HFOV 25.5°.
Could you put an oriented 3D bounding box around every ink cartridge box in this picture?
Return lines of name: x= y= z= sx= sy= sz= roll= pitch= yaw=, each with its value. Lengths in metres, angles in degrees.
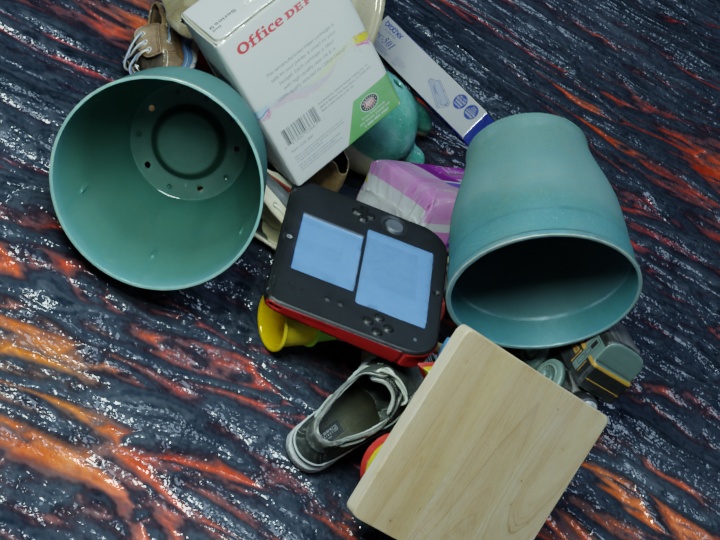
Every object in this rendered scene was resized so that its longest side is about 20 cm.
ink cartridge box: x=0.092 y=-0.212 z=1.884 sx=0.200 sy=0.044 sz=0.094 roll=48 pitch=5 yaw=32
ink cartridge box: x=-0.067 y=-0.211 z=1.598 sx=0.087 sy=0.145 sz=0.201 roll=41 pitch=-13 yaw=45

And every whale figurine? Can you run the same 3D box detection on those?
whale figurine: x=0.029 y=-0.186 z=1.841 sx=0.159 sy=0.104 sz=0.200 roll=50 pitch=31 yaw=10

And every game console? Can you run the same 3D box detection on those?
game console: x=0.000 y=0.000 z=1.581 sx=0.176 sy=0.031 sz=0.201 roll=25 pitch=37 yaw=-11

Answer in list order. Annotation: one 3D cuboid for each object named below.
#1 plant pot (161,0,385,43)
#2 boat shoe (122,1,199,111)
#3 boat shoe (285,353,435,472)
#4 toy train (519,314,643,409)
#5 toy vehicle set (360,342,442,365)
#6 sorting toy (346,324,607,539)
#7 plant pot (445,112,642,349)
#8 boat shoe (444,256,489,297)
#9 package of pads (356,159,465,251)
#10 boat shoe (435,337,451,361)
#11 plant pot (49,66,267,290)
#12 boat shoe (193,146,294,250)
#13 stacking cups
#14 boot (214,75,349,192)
plant pot: x=-0.107 y=-0.297 z=1.688 sx=0.183 sy=0.200 sz=0.202 roll=4 pitch=51 yaw=-49
boat shoe: x=-0.216 y=-0.222 z=1.696 sx=0.072 sy=0.072 sz=0.201 roll=26 pitch=31 yaw=-14
boat shoe: x=0.015 y=0.127 z=1.529 sx=0.072 sy=0.071 sz=0.200 roll=52 pitch=53 yaw=-1
toy train: x=0.233 y=0.076 z=1.739 sx=0.085 sy=0.114 sz=0.201 roll=32 pitch=22 yaw=-29
toy vehicle set: x=0.088 y=0.135 z=1.655 sx=0.199 sy=0.027 sz=0.125 roll=26 pitch=41 yaw=-21
sorting toy: x=0.102 y=0.172 z=1.512 sx=0.198 sy=0.201 sz=0.070 roll=32 pitch=1 yaw=-31
plant pot: x=0.180 y=-0.052 z=1.652 sx=0.199 sy=0.200 sz=0.189 roll=18 pitch=49 yaw=-28
boat shoe: x=0.044 y=0.010 z=1.702 sx=0.198 sy=0.075 sz=0.069 roll=17 pitch=75 yaw=-18
package of pads: x=0.105 y=-0.069 z=1.796 sx=0.199 sy=0.076 sz=0.120 roll=3 pitch=26 yaw=-41
boat shoe: x=0.157 y=0.137 z=1.606 sx=0.199 sy=0.068 sz=0.085 roll=31 pitch=69 yaw=-33
plant pot: x=-0.178 y=-0.102 z=1.516 sx=0.200 sy=0.201 sz=0.161 roll=37 pitch=18 yaw=-7
boat shoe: x=-0.136 y=-0.087 z=1.636 sx=0.199 sy=0.071 sz=0.063 roll=34 pitch=41 yaw=-19
stacking cups: x=-0.004 y=0.048 z=1.606 sx=0.198 sy=0.061 sz=0.061 roll=-1 pitch=55 yaw=-32
boot: x=-0.083 y=-0.163 z=1.747 sx=0.073 sy=0.076 sz=0.200 roll=-25 pitch=71 yaw=-47
